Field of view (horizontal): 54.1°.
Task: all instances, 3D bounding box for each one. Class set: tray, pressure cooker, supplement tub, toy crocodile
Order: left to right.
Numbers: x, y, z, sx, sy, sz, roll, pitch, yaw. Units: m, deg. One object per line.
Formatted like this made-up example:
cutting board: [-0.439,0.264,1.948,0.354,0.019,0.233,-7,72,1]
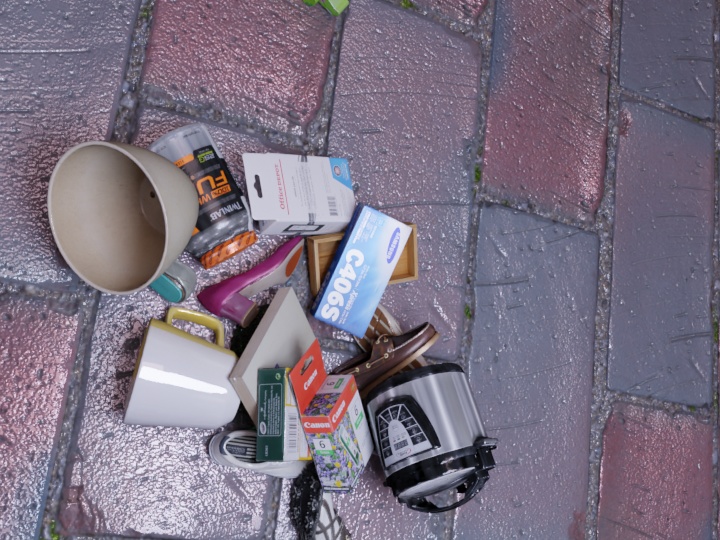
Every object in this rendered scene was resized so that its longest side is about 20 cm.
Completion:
supplement tub: [-0.246,-0.112,1.092,0.122,0.122,0.202,-31,94,-25]
toy crocodile: [-0.097,-0.546,1.267,0.200,0.062,0.068,48,66,-10]
tray: [0.006,-0.021,1.224,0.197,0.037,0.101,-10,106,-25]
pressure cooker: [0.111,0.261,1.078,0.175,0.177,0.203,-13,67,-10]

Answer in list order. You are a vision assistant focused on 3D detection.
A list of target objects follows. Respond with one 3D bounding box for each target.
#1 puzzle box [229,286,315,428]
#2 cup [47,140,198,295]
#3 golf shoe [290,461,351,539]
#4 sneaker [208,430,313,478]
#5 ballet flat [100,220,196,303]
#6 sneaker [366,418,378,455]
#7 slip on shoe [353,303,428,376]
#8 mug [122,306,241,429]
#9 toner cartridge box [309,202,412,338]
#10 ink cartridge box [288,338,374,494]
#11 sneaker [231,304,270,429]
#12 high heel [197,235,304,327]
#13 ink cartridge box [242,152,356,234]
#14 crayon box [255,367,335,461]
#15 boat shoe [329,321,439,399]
puzzle box: [-0.126,0.139,1.079,0.201,0.025,0.135,-65,142,-48]
cup: [-0.306,-0.084,0.977,0.203,0.198,0.143,62,27,-3]
golf shoe: [-0.059,0.400,1.118,0.093,0.077,0.204,3,95,-35]
sneaker: [-0.136,0.288,1.102,0.197,0.071,0.075,8,78,-26]
ballet flat: [-0.338,-0.027,1.079,0.199,0.067,0.064,39,41,-14]
sneaker: [0.089,0.282,1.207,0.196,0.081,0.076,-4,67,-5]
slip on shoe: [0.053,0.127,1.226,0.200,0.061,0.076,46,100,6]
mug: [-0.247,0.144,1.029,0.151,0.149,0.190,16,73,-17]
toner cartridge box: [0.000,0.000,1.166,0.094,0.043,0.203,23,93,-18]
ink cartridge box: [-0.039,0.212,1.038,0.109,0.049,0.203,-52,132,-59]
sneaker: [-0.158,0.153,1.126,0.085,0.077,0.204,32,57,-54]
high heel: [-0.173,-0.002,1.149,0.095,0.068,0.201,27,51,15]
ink cartridge box: [-0.110,-0.124,1.162,0.197,0.068,0.118,-2,74,-35]
crayon box: [-0.083,0.219,1.063,0.199,0.051,0.128,26,61,-61]
boat shoe: [0.036,0.143,1.162,0.199,0.070,0.071,-38,89,11]
